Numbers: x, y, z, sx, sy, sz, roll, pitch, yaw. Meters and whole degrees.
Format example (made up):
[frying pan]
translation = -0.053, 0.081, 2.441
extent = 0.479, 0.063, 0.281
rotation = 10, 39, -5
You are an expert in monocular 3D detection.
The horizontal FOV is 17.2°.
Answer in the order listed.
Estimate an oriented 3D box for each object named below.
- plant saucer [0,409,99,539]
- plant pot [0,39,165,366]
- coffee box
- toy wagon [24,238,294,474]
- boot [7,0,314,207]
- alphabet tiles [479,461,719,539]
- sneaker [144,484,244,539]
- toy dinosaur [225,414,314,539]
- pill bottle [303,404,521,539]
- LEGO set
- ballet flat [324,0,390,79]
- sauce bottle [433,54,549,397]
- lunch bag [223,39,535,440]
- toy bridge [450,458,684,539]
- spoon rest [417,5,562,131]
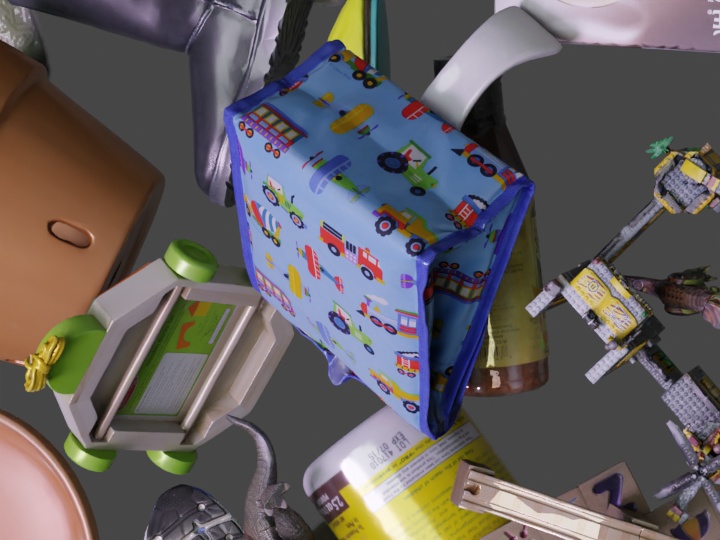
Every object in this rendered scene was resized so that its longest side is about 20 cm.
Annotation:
[plant saucer]
translation = -0.259, 0.184, 1.608
extent = 0.199, 0.037, 0.201
rotation = 4, 100, 24
[plant pot]
translation = -0.212, -0.026, 1.477
extent = 0.140, 0.200, 0.201
rotation = 26, 109, -1
[coffee box]
translation = 0.181, -0.181, 1.327
extent = 0.199, 0.080, 0.114
rotation = 7, 103, 23
[toy wagon]
translation = -0.127, 0.051, 1.440
extent = 0.040, 0.199, 0.156
rotation = 45, 115, 36
[boot]
translation = -0.138, -0.148, 1.479
extent = 0.199, 0.066, 0.166
rotation = 21, 98, 16
[alphabet tiles]
translation = 0.163, 0.199, 1.377
extent = 0.199, 0.008, 0.168
rotation = -27, 88, -13
[sneaker]
translation = -0.082, 0.220, 1.496
extent = 0.078, 0.089, 0.201
rotation = -23, 109, -2
[toy dinosaur]
translation = -0.041, 0.183, 1.405
extent = 0.077, 0.102, 0.200
rotation = -36, 78, -19
[pill bottle]
translation = 0.062, 0.173, 1.426
extent = 0.109, 0.109, 0.200
rotation = -39, 83, 24
[LEGO set]
translation = 0.190, 0.030, 1.334
extent = 0.154, 0.116, 0.200
rotation = -36, 84, 20
[ballet flat]
translation = -0.008, -0.071, 1.434
extent = 0.067, 0.067, 0.201
rotation = -6, 100, 9
[sauce bottle]
translation = 0.074, -0.028, 1.409
extent = 0.066, 0.066, 0.201
rotation = -1, 100, 24
[lunch bag]
translation = 0.000, 0.000, 1.335
extent = 0.150, 0.094, 0.201
rotation = 38, 143, 24
[toy bridge]
translation = 0.151, 0.151, 1.342
extent = 0.199, 0.067, 0.027
rotation = 19, 89, -7
[spoon rest]
translation = 0.041, -0.057, 1.349
extent = 0.099, 0.060, 0.201
rotation = 43, 123, 25
